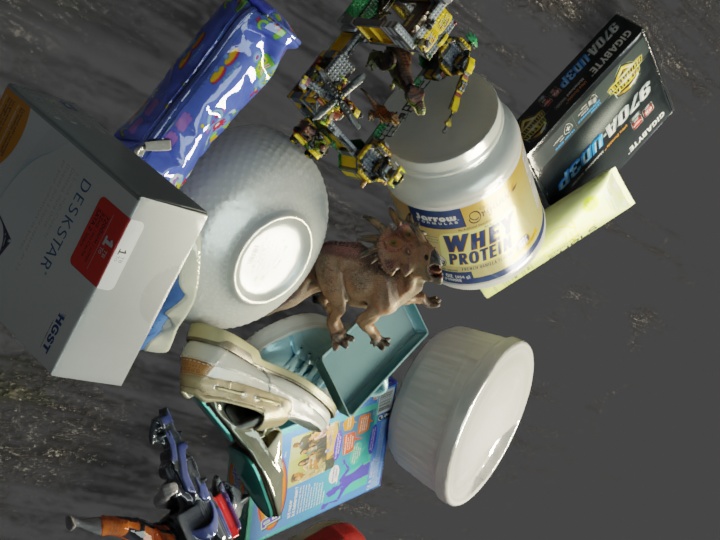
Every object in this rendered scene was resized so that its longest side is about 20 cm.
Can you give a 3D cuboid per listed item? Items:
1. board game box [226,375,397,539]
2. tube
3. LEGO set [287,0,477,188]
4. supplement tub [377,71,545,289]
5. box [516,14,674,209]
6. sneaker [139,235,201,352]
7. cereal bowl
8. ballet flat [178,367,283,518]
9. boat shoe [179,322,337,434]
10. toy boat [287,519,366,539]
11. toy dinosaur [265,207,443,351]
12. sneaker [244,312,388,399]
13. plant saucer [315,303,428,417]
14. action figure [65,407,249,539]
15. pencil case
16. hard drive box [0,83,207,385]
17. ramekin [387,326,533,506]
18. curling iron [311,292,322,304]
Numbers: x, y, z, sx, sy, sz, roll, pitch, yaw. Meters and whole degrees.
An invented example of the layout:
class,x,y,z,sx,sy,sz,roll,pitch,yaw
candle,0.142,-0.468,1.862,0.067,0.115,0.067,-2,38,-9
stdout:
class,x,y,z,sx,sy,sz,roll,pitch,yaw
board game box,-0.055,0.201,1.766,0.199,0.045,0.153,-19,131,-37
tube,0.210,-0.042,1.796,0.199,0.052,0.058,-32,-178,6
LEGO set,0.036,-0.172,1.466,0.200,0.116,0.154,-46,121,-16
supplement tub,0.100,-0.091,1.619,0.144,0.144,0.201,-42,142,-14
box,0.256,-0.163,1.807,0.200,0.046,0.159,-47,143,-8
sneaker,-0.203,0.007,1.381,0.110,0.077,0.200,5,151,-17
cereal bowl,-0.105,-0.028,1.502,0.199,0.083,0.201,-28,137,-29
ballet flat,-0.111,0.161,1.617,0.064,0.067,0.201,-38,118,-18
boat shoe,-0.103,0.120,1.546,0.200,0.074,0.069,34,68,-41
toy boat,-0.024,0.368,1.671,0.130,0.130,0.202,-25,128,-36
toy dinosaur,0.000,0.000,1.576,0.086,0.198,0.136,-67,150,-48
sneaker,-0.038,0.097,1.659,0.199,0.082,0.074,3,138,-47
plant saucer,0.012,0.079,1.672,0.070,0.019,0.200,64,33,-11
action figure,-0.204,0.244,1.612,0.192,0.104,0.202,-16,90,-29
pencil case,-0.136,-0.149,1.373,0.200,0.078,0.087,-52,176,-4
hard drive box,-0.232,-0.030,1.267,0.077,0.200,0.157,15,107,-51
ramekin,0.110,0.157,1.834,0.202,0.094,0.203,-47,150,-38
curling iron,0.029,0.001,1.708,0.199,0.026,0.050,-17,167,-33
